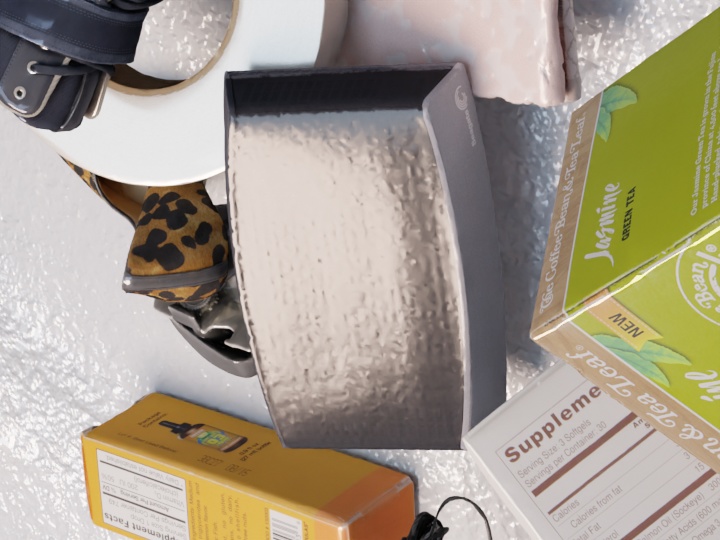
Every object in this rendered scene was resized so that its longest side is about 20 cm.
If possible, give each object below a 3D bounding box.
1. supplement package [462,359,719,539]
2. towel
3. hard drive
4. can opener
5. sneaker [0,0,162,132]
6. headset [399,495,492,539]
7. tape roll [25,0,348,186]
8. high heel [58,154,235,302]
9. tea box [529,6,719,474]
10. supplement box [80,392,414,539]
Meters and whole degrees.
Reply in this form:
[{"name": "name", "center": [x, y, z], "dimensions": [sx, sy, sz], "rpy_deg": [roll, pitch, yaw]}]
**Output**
[{"name": "supplement package", "center": [0.152, 0.124, 0.928], "dimensions": [0.117, 0.117, 0.200], "rpy_deg": [-38, 79, 0]}, {"name": "towel", "center": [0.027, -0.182, 0.974], "dimensions": [0.199, 0.032, 0.192], "rpy_deg": [17, 118, 46]}, {"name": "hard drive", "center": [0.000, 0.000, 0.998], "dimensions": [0.134, 0.042, 0.201], "rpy_deg": [0, 116, 16]}, {"name": "can opener", "center": [-0.029, 0.042, 1.126], "dimensions": [0.199, 0.053, 0.067], "rpy_deg": [24, 152, 30]}, {"name": "sneaker", "center": [-0.095, -0.125, 0.955], "dimensions": [0.201, 0.077, 0.147], "rpy_deg": [21, 98, 25]}, {"name": "headset", "center": [0.108, 0.180, 1.028], "dimensions": [0.199, 0.094, 0.124], "rpy_deg": [29, 123, 18]}, {"name": "tape roll", "center": [-0.104, -0.144, 1.024], "dimensions": [0.202, 0.037, 0.204], "rpy_deg": [5, 105, 20]}, {"name": "high heel", "center": [-0.133, -0.042, 1.103], "dimensions": [0.199, 0.142, 0.072], "rpy_deg": [20, 119, 32]}, {"name": "tea box", "center": [0.208, -0.009, 0.795], "dimensions": [0.200, 0.134, 0.197], "rpy_deg": [34, 136, -21]}, {"name": "supplement box", "center": [-0.067, 0.132, 1.168], "dimensions": [0.199, 0.066, 0.069], "rpy_deg": [17, 120, 34]}]
